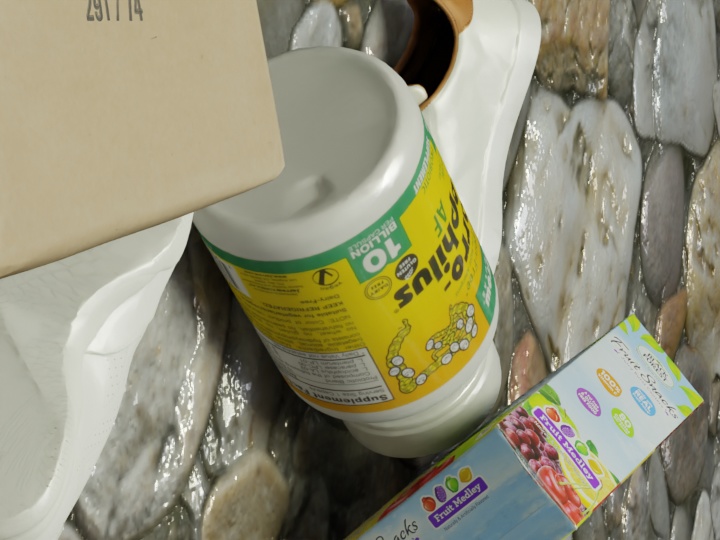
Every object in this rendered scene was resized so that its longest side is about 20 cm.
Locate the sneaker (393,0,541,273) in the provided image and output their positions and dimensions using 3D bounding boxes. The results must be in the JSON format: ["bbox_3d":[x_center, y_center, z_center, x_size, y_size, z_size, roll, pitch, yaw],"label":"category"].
[{"bbox_3d":[0.029,-0.052,1.290,0.085,0.073,0.200,13,87,-35],"label":"sneaker"}]

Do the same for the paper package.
[{"bbox_3d":[-0.126,-0.099,0.843,0.200,0.103,0.191,-23,105,-62],"label":"paper package"}]

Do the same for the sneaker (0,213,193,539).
[{"bbox_3d":[-0.116,0.031,0.970,0.089,0.075,0.200,87,20,-57],"label":"sneaker"}]

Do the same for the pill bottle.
[{"bbox_3d":[0.000,0.000,1.152,0.200,0.113,0.113,63,38,-49],"label":"pill bottle"}]

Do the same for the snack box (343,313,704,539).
[{"bbox_3d":[0.066,0.116,1.253,0.068,0.169,0.200,52,28,5],"label":"snack box"}]
